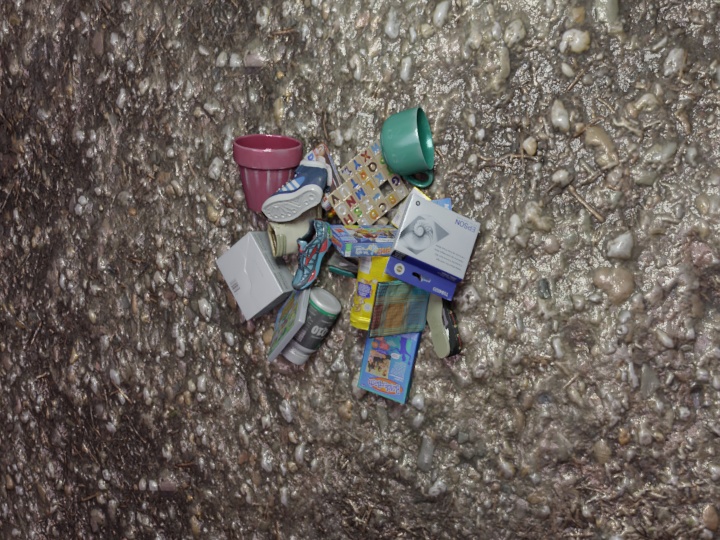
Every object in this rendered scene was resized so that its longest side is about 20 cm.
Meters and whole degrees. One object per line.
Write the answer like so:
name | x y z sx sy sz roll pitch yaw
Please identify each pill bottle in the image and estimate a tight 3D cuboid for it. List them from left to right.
pill bottle | -0.147 0.160 1.539 0.112 0.112 0.203 37 108 15

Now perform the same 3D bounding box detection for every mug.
mug | 0.117 -0.307 1.366 0.110 0.151 0.193 -8 92 23

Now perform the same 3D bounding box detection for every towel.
towel | 0.104 0.095 1.362 0.021 0.195 0.153 24 110 46

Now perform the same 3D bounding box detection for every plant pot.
plant pot | -0.261 -0.272 1.515 0.193 0.200 0.186 14 115 20

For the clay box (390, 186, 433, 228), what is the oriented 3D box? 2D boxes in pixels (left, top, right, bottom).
clay box | 0.188 -0.112 1.410 0.199 0.047 0.116 41 105 13

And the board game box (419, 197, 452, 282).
board game box | 0.190 -0.075 1.359 0.099 0.019 0.209 -6 89 1

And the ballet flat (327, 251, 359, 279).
ballet flat | 0.000 0.000 1.493 0.194 0.068 0.065 23 72 16

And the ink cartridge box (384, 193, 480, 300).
ink cartridge box | 0.177 -0.056 1.318 0.193 0.041 0.207 20 85 -8

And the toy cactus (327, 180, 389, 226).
toy cactus | 0.005 -0.170 1.466 0.162 0.102 0.204 31 97 6

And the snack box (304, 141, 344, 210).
snack box | -0.099 -0.263 1.479 0.071 0.024 0.205 -35 54 20

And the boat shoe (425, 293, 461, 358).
boat shoe | 0.216 0.125 1.417 0.073 0.061 0.209 -30 68 55

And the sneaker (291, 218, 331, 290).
sneaker | -0.150 -0.049 1.462 0.078 0.094 0.206 16 79 48

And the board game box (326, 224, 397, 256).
board game box | 0.024 -0.078 1.370 0.136 0.193 0.036 -133 47 -57

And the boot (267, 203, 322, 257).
boot | -0.185 -0.143 1.504 0.071 0.150 0.209 9 103 60

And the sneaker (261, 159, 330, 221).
sneaker | -0.171 -0.224 1.447 0.194 0.081 0.150 -18 44 27

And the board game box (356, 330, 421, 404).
board game box | 0.080 0.246 1.489 0.147 0.045 0.208 15 100 20

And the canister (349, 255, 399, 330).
canister | 0.054 0.048 1.403 0.142 0.087 0.208 9 109 2

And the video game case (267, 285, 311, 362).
video game case | -0.198 0.129 1.507 0.022 0.186 0.201 26 129 -18

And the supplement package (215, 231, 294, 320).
supplement package | -0.305 0.014 1.591 0.154 0.110 0.204 -34 82 21

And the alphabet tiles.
alphabet tiles | 0.013 -0.213 1.415 0.198 0.008 0.169 -38 108 -6
